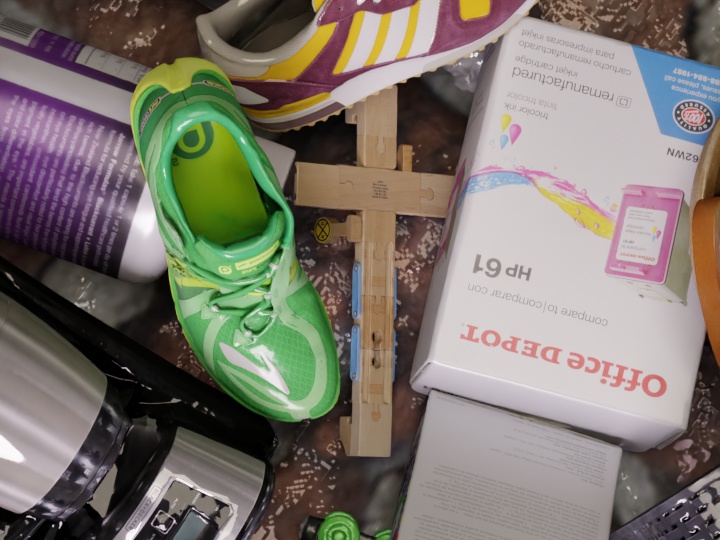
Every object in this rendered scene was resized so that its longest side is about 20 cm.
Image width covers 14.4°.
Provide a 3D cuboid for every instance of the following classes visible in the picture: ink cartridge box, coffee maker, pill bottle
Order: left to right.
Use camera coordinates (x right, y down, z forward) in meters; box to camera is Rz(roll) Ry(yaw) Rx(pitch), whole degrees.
[{"bbox_3d":[-0.150,0.070,1.450,0.200,0.192,0.135,34,117,-17],"label":"coffee maker"},{"bbox_3d":[-0.140,-0.058,1.494,0.200,0.111,0.112,20,79,-1],"label":"pill bottle"},{"bbox_3d":[0.066,0.157,1.448,0.109,0.050,0.200,17,42,-1],"label":"ink cartridge box"},{"bbox_3d":[0.119,-0.018,1.519,0.144,0.085,0.200,14,78,-4],"label":"ink cartridge box"}]

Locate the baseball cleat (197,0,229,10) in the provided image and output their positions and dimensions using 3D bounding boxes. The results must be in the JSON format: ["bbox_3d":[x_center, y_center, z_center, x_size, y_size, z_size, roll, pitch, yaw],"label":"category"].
[{"bbox_3d":[-0.119,-0.189,1.522,0.200,0.106,0.070,12,74,-4],"label":"baseball cleat"}]

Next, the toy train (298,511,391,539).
[{"bbox_3d":[0.057,0.182,1.504,0.200,0.042,0.057,19,89,-1],"label":"toy train"}]

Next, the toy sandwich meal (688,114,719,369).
[{"bbox_3d":[0.244,-0.021,1.490,0.205,0.070,0.206,-1,91,-45],"label":"toy sandwich meal"}]

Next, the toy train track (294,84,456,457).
[{"bbox_3d":[0.000,0.000,1.532,0.115,0.033,0.200,4,85,-40],"label":"toy train track"}]

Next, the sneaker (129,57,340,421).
[{"bbox_3d":[-0.065,-0.005,1.412,0.074,0.084,0.200,-23,112,-2],"label":"sneaker"}]

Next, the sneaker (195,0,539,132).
[{"bbox_3d":[0.011,-0.145,1.475,0.200,0.090,0.075,-31,59,4],"label":"sneaker"}]

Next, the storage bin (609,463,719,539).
[{"bbox_3d":[0.213,0.133,1.442,0.135,0.200,0.094,-31,84,-10],"label":"storage bin"}]
